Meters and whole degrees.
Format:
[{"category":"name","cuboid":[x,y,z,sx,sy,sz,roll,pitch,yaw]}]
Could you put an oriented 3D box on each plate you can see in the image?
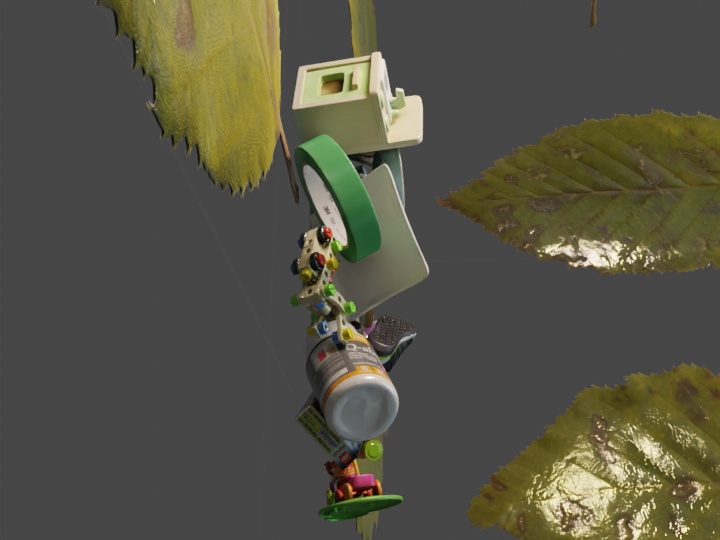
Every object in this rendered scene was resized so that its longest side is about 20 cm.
[{"category":"plate","cuboid":[0.043,-0.140,1.671,0.200,0.025,0.203,176,-90,-81]},{"category":"plate","cuboid":[0.017,-0.043,1.612,0.032,0.199,0.202,-4,69,-49]}]

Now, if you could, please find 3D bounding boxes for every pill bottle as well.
[{"category":"pill bottle","cuboid":[-0.021,0.164,1.514,0.200,0.115,0.117,-121,-158,-58]}]

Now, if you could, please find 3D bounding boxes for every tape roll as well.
[{"category":"tape roll","cuboid":[-0.036,-0.111,1.523,0.201,0.048,0.201,57,-13,21]}]

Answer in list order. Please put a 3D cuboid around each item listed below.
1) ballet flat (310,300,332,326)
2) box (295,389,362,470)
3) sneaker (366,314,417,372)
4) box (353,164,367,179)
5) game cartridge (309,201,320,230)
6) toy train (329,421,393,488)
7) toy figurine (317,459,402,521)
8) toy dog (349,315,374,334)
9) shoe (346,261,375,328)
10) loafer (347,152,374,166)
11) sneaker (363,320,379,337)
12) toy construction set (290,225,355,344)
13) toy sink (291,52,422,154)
[{"category":"ballet flat","cuboid":[-0.056,0.141,1.679,0.071,0.070,0.202,-82,167,-61]},{"category":"box","cuboid":[-0.042,0.243,1.568,0.110,0.035,0.200,47,7,-1]},{"category":"sneaker","cuboid":[0.042,0.141,1.777,0.200,0.071,0.084,-25,138,-65]},{"category":"box","cuboid":[0.010,-0.078,1.767,0.117,0.060,0.202,-73,143,-69]},{"category":"game cartridge","cuboid":[-0.067,-0.134,1.780,0.133,0.040,0.202,66,22,-67]},{"category":"toy train","cuboid":[0.001,0.333,1.813,0.115,0.084,0.202,2,-104,62]},{"category":"toy figurine","cuboid":[-0.021,0.335,1.730,0.200,0.148,0.186,125,-41,-61]},{"category":"toy dog","cuboid":[-0.020,0.144,1.796,0.096,0.131,0.202,-132,-155,-63]},{"category":"shoe","cuboid":[0.000,0.000,1.699,0.070,0.053,0.202,-44,134,-77]},{"category":"loafer","cuboid":[0.004,-0.230,1.760,0.199,0.075,0.070,6,103,-62]},{"category":"sneaker","cuboid":[-0.028,0.161,1.957,0.073,0.114,0.201,59,-29,9]},{"category":"toy construction set","cuboid":[-0.057,0.012,1.524,0.132,0.092,0.201,55,16,-32]},{"category":"toy sink","cuboid":[-0.003,-0.276,1.606,0.131,0.198,0.113,-85,166,-46]}]
